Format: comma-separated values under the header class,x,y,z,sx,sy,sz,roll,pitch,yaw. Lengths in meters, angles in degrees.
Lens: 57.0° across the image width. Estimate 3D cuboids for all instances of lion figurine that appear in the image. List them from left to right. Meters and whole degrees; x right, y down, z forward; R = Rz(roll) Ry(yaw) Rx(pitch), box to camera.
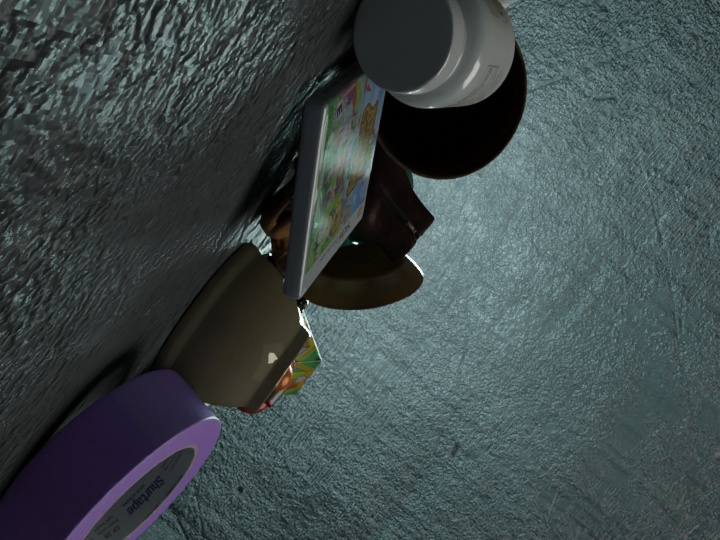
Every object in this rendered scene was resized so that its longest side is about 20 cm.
class,x,y,z,sx,sy,sz,roll,pitch,yaw
lion figurine,-0.082,-0.060,0.793,0.122,0.073,0.200,-43,160,2

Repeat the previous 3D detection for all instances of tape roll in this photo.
class,x,y,z,sx,sy,sz,roll,pitch,yaw
tape roll,-0.218,0.186,0.590,0.200,0.065,0.201,-46,166,-14

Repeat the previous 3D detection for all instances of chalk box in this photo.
class,x,y,z,sx,sy,sz,roll,pitch,yaw
chalk box,-0.196,0.161,1.267,0.195,0.126,0.125,0,143,-39

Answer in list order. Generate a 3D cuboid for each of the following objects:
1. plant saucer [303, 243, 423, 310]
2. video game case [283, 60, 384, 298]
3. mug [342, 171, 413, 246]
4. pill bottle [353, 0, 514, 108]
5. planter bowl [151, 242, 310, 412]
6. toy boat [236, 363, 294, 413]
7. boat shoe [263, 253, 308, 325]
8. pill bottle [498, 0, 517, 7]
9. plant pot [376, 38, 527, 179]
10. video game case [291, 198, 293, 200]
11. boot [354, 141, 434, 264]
class,x,y,z,sx,sy,sz,roll,pitch,yaw
plant saucer,0.000,0.000,1.023,0.201,0.193,0.037,-57,145,-61
video game case,-0.021,-0.102,0.668,0.183,0.021,0.205,-56,161,-53
mug,-0.005,-0.110,1.101,0.152,0.112,0.190,38,-71,57
pill bottle,0.070,-0.209,0.608,0.115,0.114,0.199,-52,171,26
planter bowl,-0.145,0.088,0.829,0.202,0.133,0.200,-53,-178,3
toy boat,-0.157,0.146,1.044,0.131,0.129,0.203,-46,134,-24
boat shoe,-0.114,0.049,1.100,0.205,0.061,0.075,82,3,-48
pill bottle,0.149,-0.336,0.651,0.112,0.110,0.200,-53,-178,-5
plant pot,0.092,-0.233,0.826,0.189,0.185,0.201,-52,-165,16
video game case,-0.043,-0.159,0.903,0.144,0.019,0.201,-53,-178,40
boot,0.051,-0.135,0.996,0.202,0.166,0.072,-52,-169,-15
